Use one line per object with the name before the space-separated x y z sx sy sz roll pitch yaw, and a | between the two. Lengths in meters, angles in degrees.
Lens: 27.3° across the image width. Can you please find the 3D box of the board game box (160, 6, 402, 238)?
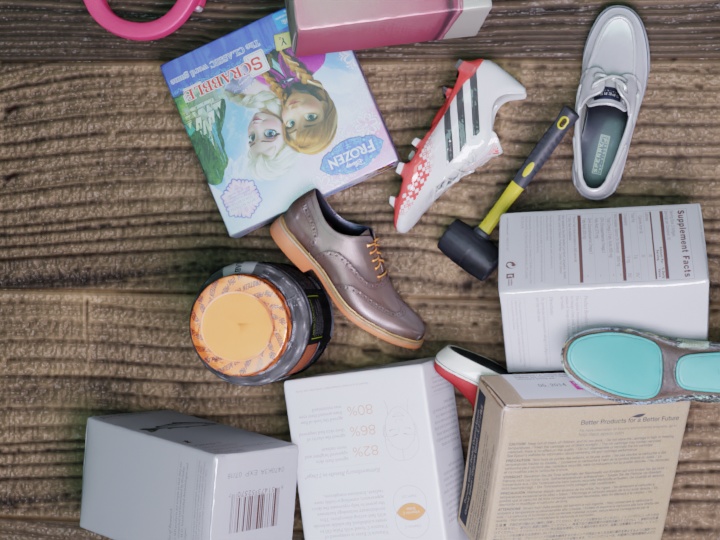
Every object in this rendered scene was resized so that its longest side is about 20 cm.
board game box | -0.084 -0.165 1.573 0.199 0.041 0.201 -24 86 7

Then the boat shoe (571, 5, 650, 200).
boat shoe | 0.255 -0.172 1.509 0.073 0.065 0.201 4 91 9

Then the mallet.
mallet | 0.164 -0.076 1.519 0.066 0.041 0.200 45 107 6

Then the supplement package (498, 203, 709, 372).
supplement package | 0.239 0.018 1.464 0.199 0.118 0.117 -2 133 8

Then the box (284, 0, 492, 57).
box | 0.021 -0.299 1.499 0.199 0.109 0.129 -8 85 -5

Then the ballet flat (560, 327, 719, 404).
ballet flat | 0.284 0.094 1.409 0.199 0.074 0.075 9 91 -2

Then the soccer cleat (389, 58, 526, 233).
soccer cleat | 0.099 -0.122 1.534 0.085 0.069 0.201 28 89 12

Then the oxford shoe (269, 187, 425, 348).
oxford shoe | 0.000 0.000 1.531 0.200 0.071 0.073 42 110 -4

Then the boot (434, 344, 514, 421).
boot | 0.129 0.174 1.497 0.199 0.072 0.145 34 98 -20

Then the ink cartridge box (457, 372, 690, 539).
ink cartridge box | 0.206 0.186 1.449 0.199 0.075 0.166 0 111 -18

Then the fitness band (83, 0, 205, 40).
fitness band | -0.227 -0.348 1.602 0.143 0.037 0.201 14 91 11

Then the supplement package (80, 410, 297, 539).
supplement package | -0.175 0.218 1.495 0.199 0.117 0.118 9 96 41

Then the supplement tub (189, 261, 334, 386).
supplement tub | -0.100 0.052 1.494 0.122 0.200 0.123 0 89 9

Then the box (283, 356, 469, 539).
box | 0.021 0.198 1.511 0.151 0.106 0.201 -8 89 18
